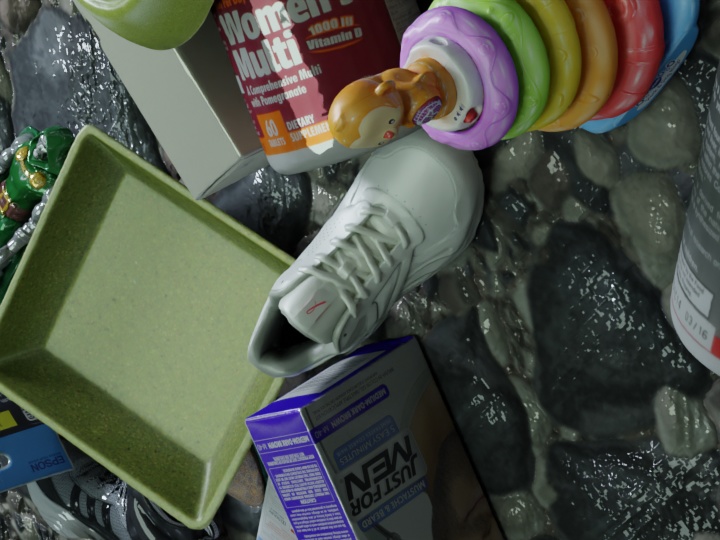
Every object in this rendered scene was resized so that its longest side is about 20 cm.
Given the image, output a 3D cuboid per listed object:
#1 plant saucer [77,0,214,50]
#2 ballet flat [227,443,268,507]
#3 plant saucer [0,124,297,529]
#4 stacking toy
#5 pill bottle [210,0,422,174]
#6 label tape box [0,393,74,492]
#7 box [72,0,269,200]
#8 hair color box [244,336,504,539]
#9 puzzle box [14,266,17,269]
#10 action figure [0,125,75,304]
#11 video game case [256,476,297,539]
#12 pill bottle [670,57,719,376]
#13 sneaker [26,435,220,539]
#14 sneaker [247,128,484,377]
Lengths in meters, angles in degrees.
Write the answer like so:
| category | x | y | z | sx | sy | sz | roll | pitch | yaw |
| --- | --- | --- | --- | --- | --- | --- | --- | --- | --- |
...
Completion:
| category | x | y | z | sx | sy | sz | roll | pitch | yaw |
| --- | --- | --- | --- | --- | --- | --- | --- | --- | --- |
| plant saucer | -0.137 | -0.217 | 1.047 | 0.200 | 0.031 | 0.201 | 30 | 127 | 49 |
| ballet flat | -0.131 | 0.085 | 1.345 | 0.068 | 0.067 | 0.201 | -13 | 103 | 59 |
| plant saucer | -0.132 | 0.035 | 1.270 | 0.200 | 0.048 | 0.200 | 33 | 111 | 13 |
| stacking toy | 0.059 | -0.101 | 0.917 | 0.110 | 0.200 | 0.116 | 50 | 139 | 13 |
| pill bottle | -0.032 | -0.163 | 1.052 | 0.109 | 0.109 | 0.201 | -9 | 106 | 49 |
| label tape box | -0.325 | 0.106 | 1.444 | 0.200 | 0.143 | 0.066 | 54 | 141 | 25 |
| box | -0.110 | -0.151 | 1.168 | 0.068 | 0.082 | 0.201 | -35 | 84 | 51 |
| hair color box | 0.021 | 0.155 | 1.187 | 0.065 | 0.109 | 0.201 | -13 | 103 | 49 |
| puzzle box | -0.264 | 0.049 | 1.502 | 0.199 | 0.025 | 0.134 | 7 | 116 | 46 |
| action figure | -0.261 | -0.037 | 1.411 | 0.118 | 0.055 | 0.200 | 53 | 127 | 20 |
| video game case | -0.021 | 0.235 | 1.356 | 0.143 | 0.018 | 0.201 | 37 | 135 | 26 |
| pill bottle | 0.208 | -0.052 | 0.852 | 0.114 | 0.114 | 0.201 | 31 | 133 | 32 |
| sneaker | -0.173 | 0.162 | 1.440 | 0.200 | 0.075 | 0.114 | 41 | 129 | 26 |
| sneaker | 0.000 | 0.000 | 1.108 | 0.078 | 0.099 | 0.200 | 39 | 128 | 5 |
